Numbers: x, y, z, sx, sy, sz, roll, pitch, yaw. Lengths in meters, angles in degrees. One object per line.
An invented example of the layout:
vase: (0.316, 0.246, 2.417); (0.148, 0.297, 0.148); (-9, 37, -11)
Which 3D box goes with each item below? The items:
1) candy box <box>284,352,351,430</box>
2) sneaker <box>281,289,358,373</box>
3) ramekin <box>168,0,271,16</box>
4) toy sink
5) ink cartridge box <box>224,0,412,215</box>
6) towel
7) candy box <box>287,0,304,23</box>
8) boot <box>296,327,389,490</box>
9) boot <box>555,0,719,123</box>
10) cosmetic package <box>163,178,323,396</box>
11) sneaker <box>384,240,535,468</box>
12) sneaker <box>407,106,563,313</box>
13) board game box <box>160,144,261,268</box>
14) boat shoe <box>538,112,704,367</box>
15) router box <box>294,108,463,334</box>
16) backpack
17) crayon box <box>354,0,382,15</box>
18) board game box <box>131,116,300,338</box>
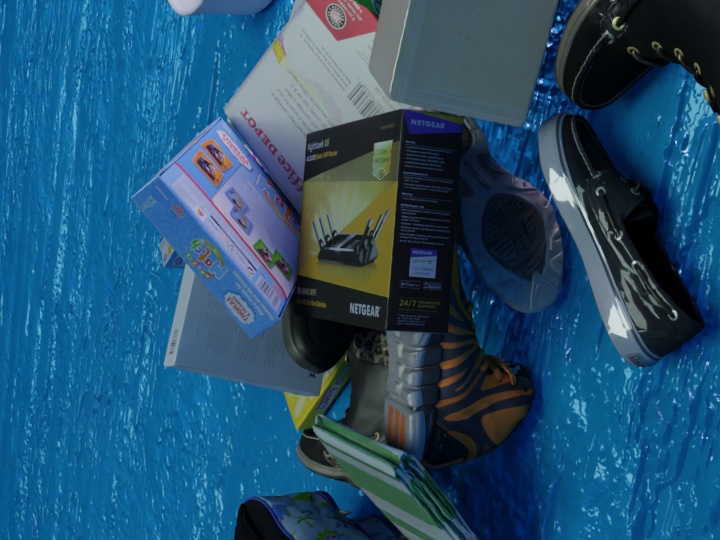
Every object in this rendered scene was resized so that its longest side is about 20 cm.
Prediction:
candy box: (-0.037, 0.075, 1.176); (0.200, 0.026, 0.102); (-58, 45, 42)
sneaker: (0.000, 0.000, 1.001); (0.114, 0.076, 0.200); (-34, 19, 48)
ramekin: (-0.159, -0.400, 1.316); (0.200, 0.098, 0.201); (2, 92, 59)
toy sink: (0.086, -0.222, 0.806); (0.130, 0.112, 0.200); (-110, 30, -70)
ink cartridge box: (-0.013, -0.162, 1.007); (0.148, 0.086, 0.200); (53, 131, 8)
towel: (0.050, 0.201, 0.907); (0.023, 0.200, 0.152); (-48, 26, -17)
candy box: (-0.024, -0.220, 1.122); (0.136, 0.061, 0.200); (59, 138, 40)
boot: (0.003, 0.128, 1.066); (0.200, 0.073, 0.151); (-176, 90, -65)
boot: (0.213, -0.137, 0.702); (0.200, 0.073, 0.151); (-50, 50, 43)
cosmetic package: (-0.097, 0.012, 1.088); (0.052, 0.151, 0.200); (166, 117, -68)
sneaker: (0.082, 0.059, 0.891); (0.078, 0.112, 0.200); (-146, 57, -65)
sneaker: (0.102, -0.046, 0.913); (0.200, 0.078, 0.099); (61, 174, 20)
board game box: (-0.125, -0.063, 1.218); (0.200, 0.134, 0.034); (-48, 46, 48)
boat shoe: (0.184, -0.031, 0.777); (0.057, 0.069, 0.200); (-32, 62, 33)
router box: (0.008, -0.036, 0.864); (0.200, 0.052, 0.158); (-178, 92, -67)
backpack: (-0.034, 0.309, 1.052); (0.200, 0.147, 0.183); (34, 121, 53)
crayon box: (0.024, -0.319, 0.919); (0.058, 0.119, 0.200); (-25, 45, 56)
board game box: (-0.109, -0.044, 0.966); (0.037, 0.151, 0.200); (-35, 12, 20)
